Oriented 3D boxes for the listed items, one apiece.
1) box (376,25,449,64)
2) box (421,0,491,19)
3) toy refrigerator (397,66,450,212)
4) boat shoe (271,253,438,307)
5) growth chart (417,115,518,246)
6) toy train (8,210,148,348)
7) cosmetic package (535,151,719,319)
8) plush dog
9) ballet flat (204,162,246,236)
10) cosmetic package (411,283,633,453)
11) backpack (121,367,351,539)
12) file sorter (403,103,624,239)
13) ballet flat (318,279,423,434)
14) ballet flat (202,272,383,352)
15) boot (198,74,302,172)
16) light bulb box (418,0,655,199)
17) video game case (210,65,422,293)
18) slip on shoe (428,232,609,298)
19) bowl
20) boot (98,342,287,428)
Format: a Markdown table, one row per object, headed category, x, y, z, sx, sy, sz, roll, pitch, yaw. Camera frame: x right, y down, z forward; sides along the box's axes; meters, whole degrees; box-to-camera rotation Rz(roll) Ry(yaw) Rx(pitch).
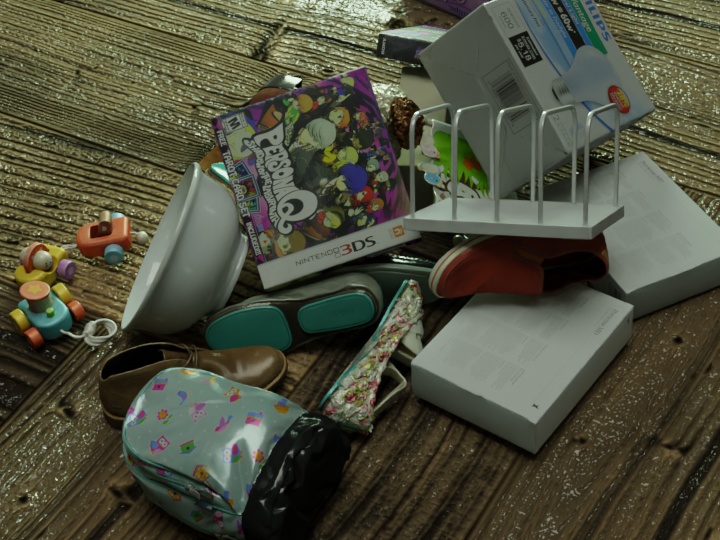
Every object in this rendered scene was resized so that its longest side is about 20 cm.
| category | x | y | z | sx | sy | sz | roll | pitch | yaw |
| --- | --- | --- | --- | --- | --- | --- | --- | --- | --- |
| box | 0.118 | -0.286 | 1.885 | 0.142 | 0.036 | 0.200 | 13 | 14 | 17 |
| box | 0.180 | -0.452 | 2.080 | 0.176 | 0.097 | 0.200 | 32 | 54 | 32 |
| toy refrigerator | 0.072 | -0.162 | 1.792 | 0.070 | 0.076 | 0.200 | 1 | 44 | 6 |
| boat shoe | 0.000 | 0.000 | 1.624 | 0.199 | 0.076 | 0.060 | 1 | 49 | 5 |
| growth chart | 0.133 | -0.092 | 1.684 | 0.144 | 0.018 | 0.201 | 9 | 50 | -28 |
| toy train | -0.325 | 0.000 | 1.656 | 0.150 | 0.056 | 0.200 | -7 | 43 | 6 |
| cosmetic package | 0.311 | -0.042 | 1.661 | 0.150 | 0.052 | 0.200 | -21 | 45 | -14 |
| plush dog | -0.013 | -0.146 | 1.669 | 0.172 | 0.161 | 0.200 | -44 | 26 | -9 |
| ballet flat | -0.117 | -0.059 | 1.705 | 0.070 | 0.066 | 0.200 | -5 | 30 | -39 |
| cosmetic package | 0.170 | 0.083 | 1.526 | 0.150 | 0.052 | 0.200 | 23 | 49 | 30 |
| backpack | -0.130 | 0.177 | 1.407 | 0.199 | 0.127 | 0.167 | 16 | 50 | 25 |
| file sorter | 0.160 | -0.108 | 1.518 | 0.199 | 0.125 | 0.139 | 3 | 12 | 23 |
| ballet flat | 0.026 | 0.096 | 1.532 | 0.064 | 0.076 | 0.200 | 31 | 57 | 6 |
| ballet flat | -0.071 | 0.048 | 1.584 | 0.199 | 0.068 | 0.064 | -12 | 22 | 8 |
| boot | -0.084 | -0.165 | 1.814 | 0.188 | 0.069 | 0.200 | 16 | 47 | 20 |
| light bulb box | 0.208 | -0.220 | 1.709 | 0.200 | 0.125 | 0.199 | -29 | 88 | -44 |
| video game case | -0.048 | -0.098 | 1.582 | 0.181 | 0.036 | 0.201 | -18 | 84 | 2 |
| slip on shoe | 0.168 | -0.004 | 1.525 | 0.199 | 0.074 | 0.061 | -9 | 44 | -13 |
| bowl | -0.181 | -0.009 | 1.593 | 0.090 | 0.201 | 0.202 | 25 | 42 | -13 |
| boot | -0.174 | 0.107 | 1.521 | 0.199 | 0.076 | 0.074 | -13 | 44 | -9 |
